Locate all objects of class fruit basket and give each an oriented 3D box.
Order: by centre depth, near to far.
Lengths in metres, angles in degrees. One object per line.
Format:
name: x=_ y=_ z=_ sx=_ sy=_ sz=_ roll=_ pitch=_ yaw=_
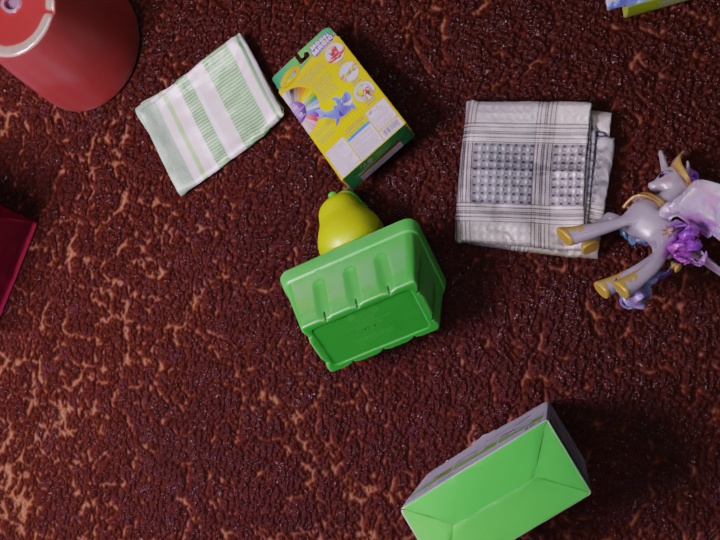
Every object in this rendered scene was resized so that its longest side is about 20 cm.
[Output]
fruit basket: x=0.000 y=0.000 z=1.036 sx=0.211 sy=0.157 sz=0.218 roll=-19 pitch=40 yaw=16

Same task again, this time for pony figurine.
pony figurine: x=0.362 y=-0.042 z=0.923 sx=0.198 sy=0.168 sz=0.194 roll=-35 pitch=53 yaw=-6

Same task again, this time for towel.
towel: x=0.224 y=-0.121 z=1.018 sx=0.195 sy=0.034 sz=0.198 roll=6 pitch=88 yaw=14
towel: x=-0.219 y=-0.229 z=1.142 sx=0.198 sy=0.023 sz=0.155 roll=-32 pitch=81 yaw=10

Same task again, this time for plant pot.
plant pot: x=-0.446 y=-0.350 z=1.126 sx=0.195 sy=0.177 sz=0.206 roll=-1 pitch=86 yaw=14

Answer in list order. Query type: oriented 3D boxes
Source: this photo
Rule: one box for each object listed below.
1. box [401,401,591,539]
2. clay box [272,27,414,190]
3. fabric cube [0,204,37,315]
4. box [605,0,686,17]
box: x=0.164 y=0.254 z=0.941 sx=0.198 sy=0.176 sz=0.098 roll=-34 pitch=80 yaw=10
clay box: x=-0.027 y=-0.224 z=1.067 sx=0.114 sy=0.047 sz=0.202 roll=-38 pitch=66 yaw=9
fabric cube: x=-0.642 y=-0.031 z=1.148 sx=0.196 sy=0.200 sz=0.200 roll=26 pitch=92 yaw=13
box: x=0.396 y=-0.400 z=0.981 sx=0.195 sy=0.048 sz=0.125 roll=-12 pitch=84 yaw=14
